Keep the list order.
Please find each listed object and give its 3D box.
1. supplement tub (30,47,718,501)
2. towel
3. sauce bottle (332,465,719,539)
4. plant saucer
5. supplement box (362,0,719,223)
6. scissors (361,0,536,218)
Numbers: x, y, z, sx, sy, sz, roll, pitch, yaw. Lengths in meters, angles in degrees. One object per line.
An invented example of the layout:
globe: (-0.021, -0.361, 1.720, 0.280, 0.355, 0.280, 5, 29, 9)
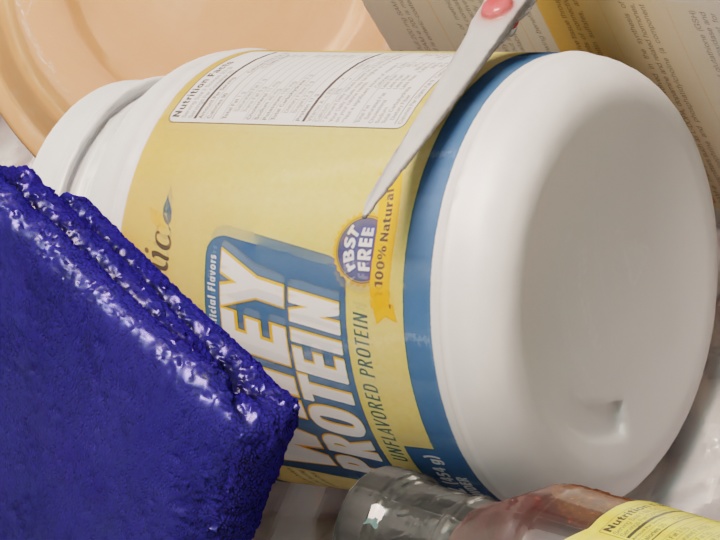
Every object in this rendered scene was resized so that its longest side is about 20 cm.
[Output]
supplement tub: (0.000, 0.000, 0.925, 0.199, 0.145, 0.145, 3, 53, 36)
towel: (-0.096, 0.083, 0.888, 0.148, 0.049, 0.201, 40, 121, 30)
sauce bottle: (0.076, 0.097, 0.786, 0.200, 0.066, 0.066, 11, 57, 44)
plant saucer: (-0.052, -0.114, 1.058, 0.199, 0.032, 0.201, 0, 86, 2)
supplement box: (0.103, -0.084, 0.953, 0.199, 0.126, 0.074, 13, 57, 40)
scissors: (0.053, -0.088, 0.865, 0.073, 0.014, 0.200, -7, 38, 25)
